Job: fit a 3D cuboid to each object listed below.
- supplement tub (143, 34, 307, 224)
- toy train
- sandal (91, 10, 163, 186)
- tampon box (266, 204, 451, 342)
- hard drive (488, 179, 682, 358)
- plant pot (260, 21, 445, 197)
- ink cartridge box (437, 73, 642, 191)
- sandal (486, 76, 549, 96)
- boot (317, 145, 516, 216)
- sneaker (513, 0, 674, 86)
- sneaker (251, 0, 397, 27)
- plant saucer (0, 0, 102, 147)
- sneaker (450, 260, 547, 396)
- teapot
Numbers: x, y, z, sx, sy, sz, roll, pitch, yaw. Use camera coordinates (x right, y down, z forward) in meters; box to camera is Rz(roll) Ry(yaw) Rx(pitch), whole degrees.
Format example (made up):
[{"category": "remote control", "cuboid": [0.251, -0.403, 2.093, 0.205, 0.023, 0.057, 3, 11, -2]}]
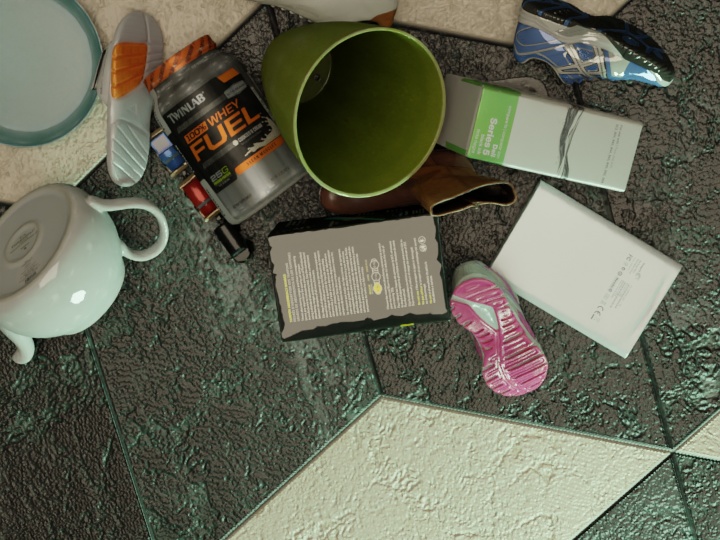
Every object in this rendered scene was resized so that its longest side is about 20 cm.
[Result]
[{"category": "supplement tub", "cuboid": [-0.159, -0.166, 1.697, 0.122, 0.123, 0.201, -35, 96, 7]}, {"category": "toy train", "cuboid": [-0.195, -0.092, 1.748, 0.034, 0.046, 0.201, -35, 96, 7]}, {"category": "sandal", "cuboid": [-0.287, -0.205, 1.715, 0.059, 0.079, 0.209, 5, 86, 37]}, {"category": "tampon box", "cuboid": [0.000, 0.000, 1.702, 0.198, 0.150, 0.128, -7, 97, 4]}, {"category": "hard drive", "cuboid": [0.269, -0.001, 1.753, 0.199, 0.025, 0.133, 30, 99, -3]}, {"category": "plant pot", "cuboid": [-0.032, -0.203, 1.635, 0.185, 0.200, 0.189, -11, 116, -24]}, {"category": "ink cartridge box", "cuboid": [0.198, -0.157, 1.648, 0.198, 0.145, 0.085, 11, 99, -16]}, {"category": "sandal", "cuboid": [0.126, -0.194, 1.719, 0.198, 0.045, 0.076, -9, 100, 4]}, {"category": "boot", "cuboid": [0.059, -0.083, 1.643, 0.186, 0.200, 0.069, -7, 109, -13]}, {"category": "sneaker", "cuboid": [0.272, -0.256, 1.700, 0.198, 0.076, 0.078, 21, 122, -1]}, {"category": "sneaker", "cuboid": [-0.055, -0.310, 1.696, 0.198, 0.073, 0.085, 4, 121, 12]}, {"category": "plant saucer", "cuboid": [-0.404, -0.250, 1.742, 0.198, 0.027, 0.203, 0, 99, 2]}, {"category": "sneaker", "cuboid": [0.167, 0.064, 1.737, 0.081, 0.089, 0.201, -19, 124, 12]}, {"category": "teapot", "cuboid": [-0.349, 0.002, 1.720, 0.146, 0.199, 0.199, 41, 59, -40]}]
